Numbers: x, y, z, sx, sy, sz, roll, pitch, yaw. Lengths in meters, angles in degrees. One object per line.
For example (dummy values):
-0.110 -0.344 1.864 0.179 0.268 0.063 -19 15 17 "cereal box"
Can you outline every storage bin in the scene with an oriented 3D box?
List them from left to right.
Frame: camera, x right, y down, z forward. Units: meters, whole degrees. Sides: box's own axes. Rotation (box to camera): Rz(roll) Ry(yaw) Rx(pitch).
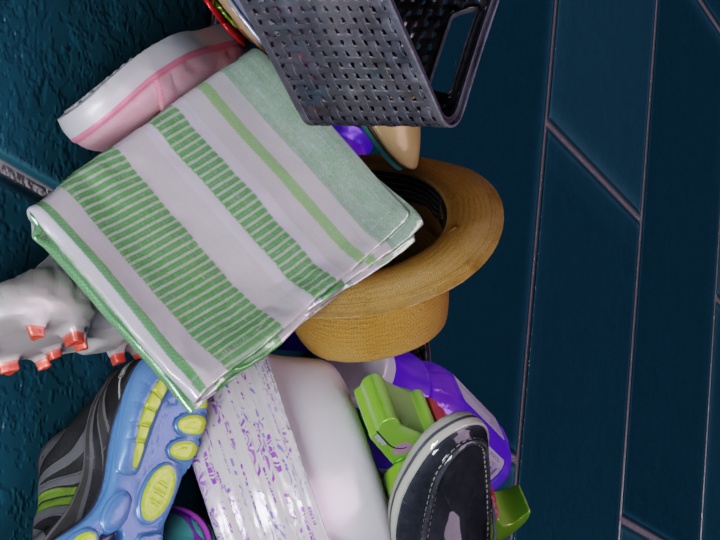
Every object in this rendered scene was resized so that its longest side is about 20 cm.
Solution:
-0.001 -0.185 1.173 0.200 0.094 0.135 61 40 -48 "storage bin"

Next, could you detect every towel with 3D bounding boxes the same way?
-0.075 -0.028 1.189 0.153 0.023 0.200 47 54 5 "towel"

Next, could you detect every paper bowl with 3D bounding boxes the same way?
-0.043 0.135 1.302 0.201 0.104 0.201 161 -90 -85 "paper bowl"

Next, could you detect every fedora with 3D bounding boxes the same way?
0.000 0.000 1.309 0.201 0.200 0.082 -56 142 -52 "fedora"

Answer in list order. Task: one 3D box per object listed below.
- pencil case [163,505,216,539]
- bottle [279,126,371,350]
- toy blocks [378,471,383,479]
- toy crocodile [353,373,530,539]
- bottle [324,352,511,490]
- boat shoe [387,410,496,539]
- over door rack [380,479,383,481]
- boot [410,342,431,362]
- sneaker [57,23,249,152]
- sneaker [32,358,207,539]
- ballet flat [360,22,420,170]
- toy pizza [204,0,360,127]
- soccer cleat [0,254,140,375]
-0.104 0.241 1.279 0.085 0.092 0.200 -45 133 -33 "pencil case"
-0.032 -0.047 1.441 0.065 0.083 0.200 48 48 -59 "bottle"
0.017 0.182 1.575 0.200 0.100 0.137 49 34 -53 "toy blocks"
0.050 0.123 1.311 0.200 0.062 0.068 54 12 -48 "toy crocodile"
0.036 0.103 1.446 0.200 0.083 0.065 45 19 -54 "bottle"
0.053 0.176 1.251 0.075 0.062 0.200 -13 121 -40 "boat shoe"
-0.018 0.227 1.407 0.067 0.148 0.200 32 59 -48 "over door rack"
0.031 0.015 1.574 0.132 0.070 0.200 14 63 -65 "boot"
-0.100 -0.086 1.280 0.105 0.075 0.200 56 25 0 "sneaker"
-0.152 0.139 1.197 0.071 0.083 0.200 34 69 -27 "sneaker"
-0.005 -0.158 1.326 0.200 0.063 0.069 57 13 11 "ballet flat"
-0.062 -0.169 1.367 0.200 0.032 0.200 49 15 -18 "toy pizza"
-0.167 0.013 1.193 0.200 0.069 0.078 3 67 -64 "soccer cleat"
